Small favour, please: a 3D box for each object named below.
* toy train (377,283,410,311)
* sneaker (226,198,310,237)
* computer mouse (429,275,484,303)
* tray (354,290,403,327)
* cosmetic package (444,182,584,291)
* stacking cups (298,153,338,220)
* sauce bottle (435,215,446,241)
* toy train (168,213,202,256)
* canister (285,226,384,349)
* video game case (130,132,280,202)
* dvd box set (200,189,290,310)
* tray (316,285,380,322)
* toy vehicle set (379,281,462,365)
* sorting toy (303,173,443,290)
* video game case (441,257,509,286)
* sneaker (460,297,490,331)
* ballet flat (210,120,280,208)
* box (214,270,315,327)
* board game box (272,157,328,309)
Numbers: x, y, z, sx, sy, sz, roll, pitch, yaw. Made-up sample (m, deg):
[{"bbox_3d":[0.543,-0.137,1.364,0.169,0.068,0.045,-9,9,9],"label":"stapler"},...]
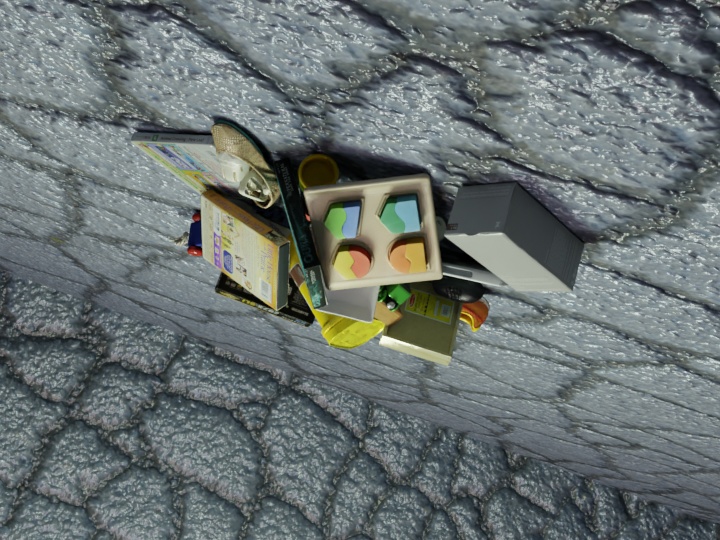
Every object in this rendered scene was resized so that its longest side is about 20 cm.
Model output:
[{"bbox_3d":[0.047,-0.002,1.465,0.042,0.056,0.200,38,-160,-24],"label":"toy train"},{"bbox_3d":[-0.202,-0.062,1.609,0.199,0.115,0.081,14,162,16],"label":"sneaker"},{"bbox_3d":[0.125,0.010,1.531,0.200,0.059,0.034,17,132,25],"label":"computer mouse"},{"bbox_3d":[0.000,0.000,1.512,0.099,0.037,0.200,35,-159,-45],"label":"tray"},{"bbox_3d":[0.224,-0.044,1.259,0.107,0.090,0.200,1,154,43],"label":"cosmetic package"},{"bbox_3d":[-0.067,-0.125,1.379,0.060,0.061,0.200,18,169,0],"label":"stacking cups"},{"bbox_3d":[0.059,-0.061,1.420,0.066,0.066,0.200,29,159,-33],"label":"sauce bottle"},{"bbox_3d":[-0.298,-0.064,1.791,0.116,0.085,0.200,14,170,-36],"label":"toy train"},{"bbox_3d":[-0.053,0.030,1.534,0.200,0.086,0.148,58,-167,19],"label":"canister"},{"bbox_3d":[-0.258,-0.173,1.475,0.182,0.022,0.200,8,162,32],"label":"video game case"},{"bbox_3d":[-0.204,-0.037,1.532,0.200,0.029,0.147,32,136,29],"label":"dvd box set"},{"bbox_3d":[-0.008,-0.024,1.402,0.107,0.200,0.022,12,-175,20],"label":"tray"},{"bbox_3d":[0.116,0.068,1.549,0.124,0.200,0.027,18,137,1],"label":"toy vehicle set"},{"bbox_3d":[0.022,-0.049,1.301,0.185,0.037,0.200,-6,128,8],"label":"sorting toy"},{"bbox_3d":[0.168,-0.001,1.446,0.182,0.022,0.200,12,-175,21],"label":"video game case"},{"bbox_3d":[0.146,0.052,1.661,0.200,0.077,0.073,25,167,12],"label":"sneaker"},{"bbox_3d":[-0.177,-0.156,1.362,0.070,0.065,0.200,13,163,30],"label":"ballet flat"},{"bbox_3d":[-0.162,0.002,1.695,0.200,0.160,0.049,21,163,-11],"label":"box"},{"bbox_3d":[-0.092,-0.056,1.358,0.028,0.200,0.135,-15,151,-5],"label":"board game box"}]
